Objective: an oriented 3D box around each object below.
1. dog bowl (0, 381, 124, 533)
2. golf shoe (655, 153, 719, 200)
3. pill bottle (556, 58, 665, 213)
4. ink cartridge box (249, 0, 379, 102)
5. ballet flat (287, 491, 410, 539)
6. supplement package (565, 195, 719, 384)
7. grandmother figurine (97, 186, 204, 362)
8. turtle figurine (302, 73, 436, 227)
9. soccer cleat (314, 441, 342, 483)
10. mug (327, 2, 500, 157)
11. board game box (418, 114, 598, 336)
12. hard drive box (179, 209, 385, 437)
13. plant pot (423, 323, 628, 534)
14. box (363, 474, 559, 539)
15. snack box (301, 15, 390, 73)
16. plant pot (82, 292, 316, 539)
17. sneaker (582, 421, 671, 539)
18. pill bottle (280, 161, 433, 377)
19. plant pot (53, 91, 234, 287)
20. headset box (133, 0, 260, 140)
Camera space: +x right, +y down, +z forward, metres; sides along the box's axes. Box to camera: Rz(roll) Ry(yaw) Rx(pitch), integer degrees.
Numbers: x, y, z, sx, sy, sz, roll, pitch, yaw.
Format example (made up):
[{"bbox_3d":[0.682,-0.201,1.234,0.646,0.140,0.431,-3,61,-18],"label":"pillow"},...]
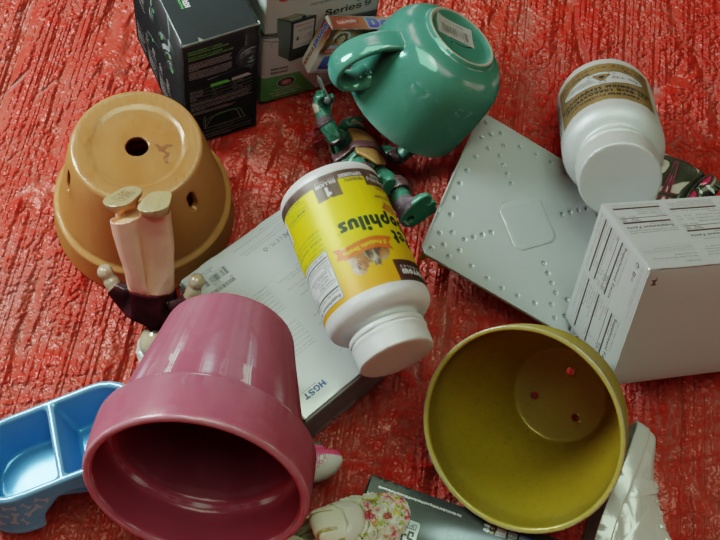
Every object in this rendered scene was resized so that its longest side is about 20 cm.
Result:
[{"bbox_3d":[-0.285,0.174,1.134,0.198,0.050,0.112,-21,53,-2],"label":"dog bowl"},{"bbox_3d":[0.326,-0.057,1.343,0.088,0.077,0.200,39,56,13],"label":"golf shoe"},{"bbox_3d":[0.280,-0.147,1.317,0.113,0.115,0.201,11,33,-1],"label":"pill bottle"},{"bbox_3d":[-0.061,-0.300,1.352,0.145,0.200,0.085,-17,65,-15],"label":"ink cartridge box"},{"bbox_3d":[-0.049,0.258,1.099,0.199,0.064,0.076,-28,47,5],"label":"ballet flat"},{"bbox_3d":[0.340,0.018,1.229,0.198,0.157,0.111,-4,40,-18],"label":"supplement package"},{"bbox_3d":[-0.213,0.017,1.184,0.120,0.202,0.061,14,34,30],"label":"grandmother figurine"},{"bbox_3d":[0.011,-0.138,1.335,0.148,0.101,0.201,3,42,-26],"label":"turtle figurine"},{"bbox_3d":[-0.114,0.218,1.156,0.198,0.070,0.087,-5,71,-3],"label":"soccer cleat"},{"bbox_3d":[0.071,-0.214,1.289,0.152,0.114,0.185,48,37,6],"label":"mug"},{"bbox_3d":[0.182,-0.049,1.322,0.199,0.026,0.201,29,62,-8],"label":"board game box"},{"bbox_3d":[-0.068,0.054,1.236,0.155,0.077,0.200,-36,71,-22],"label":"hard drive box"},{"bbox_3d":[0.180,0.140,1.167,0.200,0.201,0.142,41,24,15],"label":"plant pot"},{"bbox_3d":[0.077,0.307,1.134,0.198,0.050,0.159,19,61,4],"label":"box"},{"bbox_3d":[0.030,-0.264,1.378,0.199,0.072,0.024,-8,59,-35],"label":"snack box"},{"bbox_3d":[-0.134,0.128,1.066,0.198,0.201,0.180,8,44,-2],"label":"plant pot"},{"bbox_3d":[0.289,0.261,1.175,0.115,0.074,0.201,20,72,3],"label":"sneaker"},{"bbox_3d":[0.000,0.000,1.168,0.108,0.109,0.201,-16,65,-15],"label":"pill bottle"},{"bbox_3d":[-0.235,-0.096,1.261,0.198,0.140,0.202,2,61,-4],"label":"plant pot"},{"bbox_3d":[-0.188,-0.274,1.326,0.092,0.200,0.175,-20,65,-16],"label":"headset box"}]
